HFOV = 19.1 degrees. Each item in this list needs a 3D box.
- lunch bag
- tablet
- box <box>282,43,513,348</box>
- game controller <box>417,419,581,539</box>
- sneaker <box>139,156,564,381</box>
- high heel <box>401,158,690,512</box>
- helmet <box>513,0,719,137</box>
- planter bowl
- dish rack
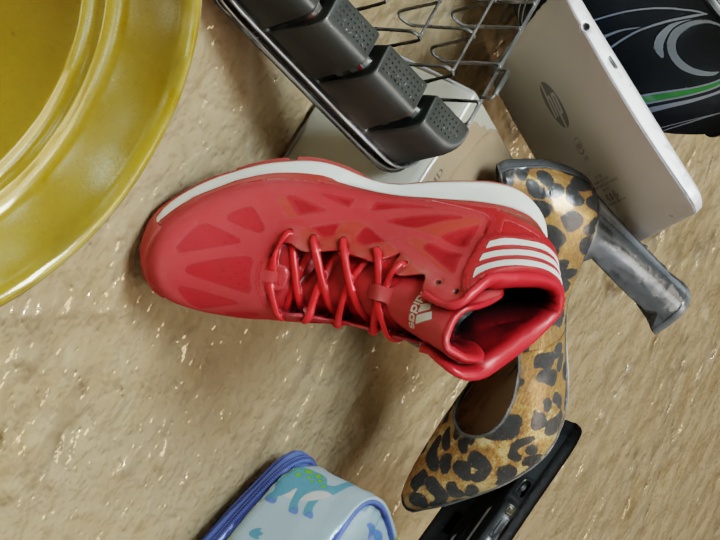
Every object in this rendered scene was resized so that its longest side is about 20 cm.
[{"bbox_3d":[-0.039,0.210,1.210,0.161,0.082,0.200,-49,147,-26],"label":"lunch bag"},{"bbox_3d":[0.119,-0.073,1.140,0.014,0.130,0.200,-31,178,-10],"label":"tablet"},{"bbox_3d":[0.037,-0.028,1.159,0.095,0.078,0.200,-57,150,-10],"label":"box"},{"bbox_3d":[0.055,0.161,1.183,0.200,0.042,0.104,-51,-170,-36],"label":"game controller"},{"bbox_3d":[0.000,0.000,0.992,0.199,0.116,0.079,-6,112,-8],"label":"sneaker"},{"bbox_3d":[0.063,0.034,1.140,0.200,0.071,0.142,-43,122,10],"label":"high heel"},{"bbox_3d":[0.176,-0.166,1.172,0.199,0.190,0.201,3,84,-31],"label":"helmet"},{"bbox_3d":[-0.157,-0.084,0.780,0.200,0.083,0.201,-35,144,-30],"label":"planter bowl"},{"bbox_3d":[0.032,-0.165,1.028,0.153,0.054,0.200,44,64,-33],"label":"dish rack"}]
